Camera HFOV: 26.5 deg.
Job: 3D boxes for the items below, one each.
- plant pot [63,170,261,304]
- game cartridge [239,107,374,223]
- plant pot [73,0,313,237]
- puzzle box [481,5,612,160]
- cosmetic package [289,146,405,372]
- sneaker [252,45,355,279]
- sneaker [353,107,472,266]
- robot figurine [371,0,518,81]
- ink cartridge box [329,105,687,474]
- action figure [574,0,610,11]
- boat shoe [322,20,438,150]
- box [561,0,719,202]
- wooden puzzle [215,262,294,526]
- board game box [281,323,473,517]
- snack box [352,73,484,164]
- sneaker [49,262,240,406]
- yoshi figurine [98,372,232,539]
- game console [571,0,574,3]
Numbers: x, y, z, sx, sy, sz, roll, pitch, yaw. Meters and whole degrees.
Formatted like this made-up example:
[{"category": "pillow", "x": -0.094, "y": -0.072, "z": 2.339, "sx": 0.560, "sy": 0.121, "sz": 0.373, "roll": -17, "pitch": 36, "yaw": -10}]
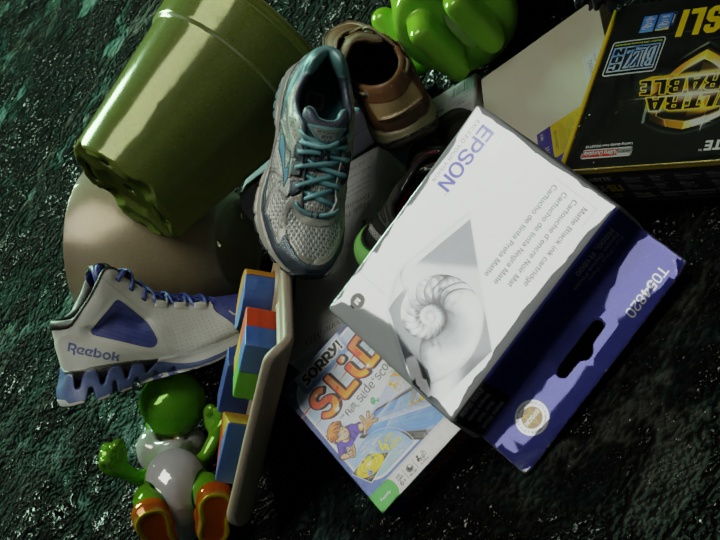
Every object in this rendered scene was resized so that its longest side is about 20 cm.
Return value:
[{"category": "plant pot", "x": -0.176, "y": -0.021, "z": 1.489, "sx": 0.134, "sy": 0.200, "sz": 0.201, "roll": -6, "pitch": 52, "yaw": 26}, {"category": "game cartridge", "x": -0.027, "y": -0.119, "z": 1.436, "sx": 0.200, "sy": 0.041, "sz": 0.133, "roll": -35, "pitch": 13, "yaw": 4}, {"category": "plant pot", "x": -0.154, "y": -0.137, "z": 1.379, "sx": 0.190, "sy": 0.200, "sz": 0.200, "roll": -50, "pitch": 31, "yaw": -16}, {"category": "puzzle box", "x": 0.165, "y": -0.127, "z": 1.284, "sx": 0.133, "sy": 0.025, "sz": 0.201, "roll": -33, "pitch": 38, "yaw": 29}, {"category": "cosmetic package", "x": 0.000, "y": 0.000, "z": 1.333, "sx": 0.101, "sy": 0.074, "sz": 0.201, "roll": -32, "pitch": 37, "yaw": 32}, {"category": "sneaker", "x": -0.042, "y": -0.093, "z": 1.256, "sx": 0.086, "sy": 0.077, "sz": 0.201, "roll": 131, "pitch": 142, "yaw": -65}, {"category": "sneaker", "x": 0.067, "y": -0.067, "z": 1.275, "sx": 0.084, "sy": 0.077, "sz": 0.200, "roll": -39, "pitch": 17, "yaw": 49}, {"category": "robot figurine", "x": 0.085, "y": -0.263, "z": 1.426, "sx": 0.175, "sy": 0.116, "sz": 0.200, "roll": -39, "pitch": 30, "yaw": 25}, {"category": "ink cartridge box", "x": 0.103, "y": 0.011, "z": 1.124, "sx": 0.200, "sy": 0.041, "sz": 0.200, "roll": 40, "pitch": 97, "yaw": 29}, {"category": "action figure", "x": 0.253, "y": -0.268, "z": 1.185, "sx": 0.199, "sy": 0.103, "sz": 0.119, "roll": -14, "pitch": 7, "yaw": 13}, {"category": "boat shoe", "x": 0.011, "y": -0.181, "z": 1.342, "sx": 0.075, "sy": 0.074, "sz": 0.200, "roll": -30, "pitch": 36, "yaw": -3}, {"category": "box", "x": 0.259, "y": -0.131, "z": 1.123, "sx": 0.199, "sy": 0.049, "sz": 0.160, "roll": 0, "pitch": 57, "yaw": 43}, {"category": "wooden puzzle", "x": -0.091, "y": 0.083, "z": 1.284, "sx": 0.200, "sy": 0.046, "sz": 0.186, "roll": -88, "pitch": 10, "yaw": -59}, {"category": "board game box", "x": 0.049, "y": 0.071, "z": 1.182, "sx": 0.200, "sy": 0.034, "sz": 0.135, "roll": -49, "pitch": 61, "yaw": 8}, {"category": "snack box", "x": 0.037, "y": -0.109, "z": 1.432, "sx": 0.200, "sy": 0.024, "sz": 0.072, "roll": -29, "pitch": 40, "yaw": 33}, {"category": "sneaker", "x": -0.193, "y": 0.039, "z": 1.375, "sx": 0.199, "sy": 0.116, "sz": 0.081, "roll": -19, "pitch": 10, "yaw": -14}, {"category": "yoshi figurine", "x": -0.167, "y": 0.158, "z": 1.359, "sx": 0.112, "sy": 0.112, "sz": 0.200, "roll": -50, "pitch": 25, "yaw": 12}, {"category": "game console", "x": 0.199, "y": -0.351, "z": 1.367, "sx": 0.172, "sy": 0.119, "sz": 0.201, "roll": -20, "pitch": 45, "yaw": 41}]
